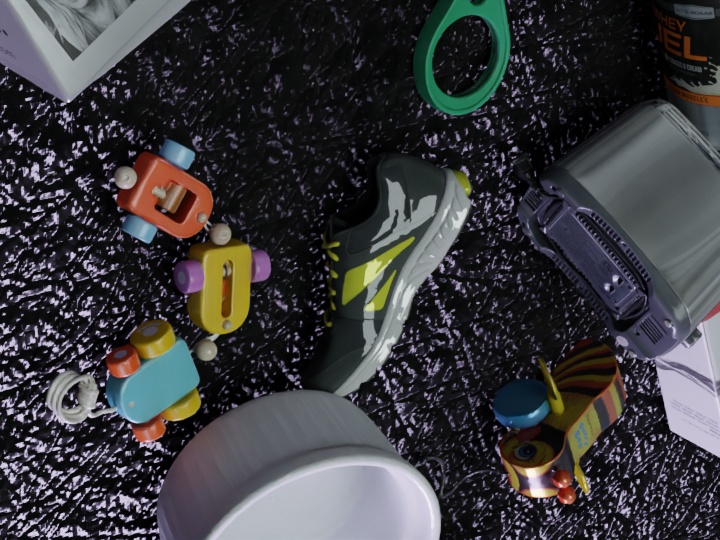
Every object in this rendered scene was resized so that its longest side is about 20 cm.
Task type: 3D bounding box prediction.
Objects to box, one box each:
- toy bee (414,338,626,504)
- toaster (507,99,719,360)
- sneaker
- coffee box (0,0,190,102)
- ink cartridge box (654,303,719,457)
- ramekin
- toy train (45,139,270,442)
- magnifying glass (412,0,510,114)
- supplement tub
[{"bbox_3d":[0.151,0.143,1.792,0.200,0.109,0.131,-53,133,-7],"label":"toy bee"},{"bbox_3d":[0.216,-0.041,1.733,0.129,0.200,0.114,-38,173,-23],"label":"toaster"},{"bbox_3d":[0.000,0.000,1.646,0.084,0.074,0.200,28,97,-17],"label":"sneaker"},{"bbox_3d":[-0.184,-0.255,1.288,0.200,0.199,0.198,-42,129,-16],"label":"coffee box"},{"bbox_3d":[0.320,0.039,1.893,0.144,0.084,0.201,-33,125,-23],"label":"ink cartridge box"},{"bbox_3d":[-0.051,0.182,1.626,0.200,0.098,0.201,-15,132,-18],"label":"ramekin"},{"bbox_3d":[-0.146,0.014,1.540,0.150,0.056,0.201,24,91,-41],"label":"toy train"},{"bbox_3d":[0.084,-0.212,1.641,0.079,0.022,0.201,-2,112,-37],"label":"magnifying glass"},{"bbox_3d":[0.286,-0.204,1.733,0.122,0.122,0.201,-30,125,-24],"label":"supplement tub"}]
